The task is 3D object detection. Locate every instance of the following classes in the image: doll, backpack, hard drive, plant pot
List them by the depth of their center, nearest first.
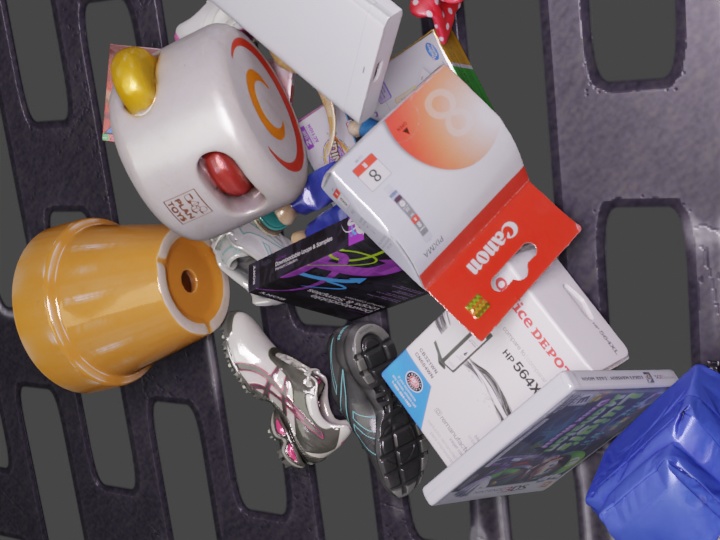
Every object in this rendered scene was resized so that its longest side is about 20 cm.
[{"bbox_3d":[-0.055,-0.236,0.950,0.200,0.026,0.132,41,148,15],"label":"hard drive"},{"bbox_3d":[0.318,0.221,0.952,0.200,0.168,0.163,40,129,4],"label":"backpack"},{"bbox_3d":[0.012,-0.080,1.063,0.199,0.048,0.137,-28,90,29],"label":"doll"},{"bbox_3d":[-0.257,0.026,1.223,0.182,0.200,0.201,-14,98,29],"label":"plant pot"}]

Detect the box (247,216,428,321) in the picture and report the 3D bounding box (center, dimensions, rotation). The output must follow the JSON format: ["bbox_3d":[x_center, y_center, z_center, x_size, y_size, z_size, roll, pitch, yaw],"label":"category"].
[{"bbox_3d":[0.000,0.000,1.072,0.199,0.142,0.036,-21,60,47],"label":"box"}]

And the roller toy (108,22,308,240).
[{"bbox_3d":[-0.148,-0.128,1.028,0.139,0.200,0.183,-23,89,16],"label":"roller toy"}]

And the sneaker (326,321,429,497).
[{"bbox_3d":[0.017,0.151,1.181,0.079,0.075,0.201,-6,102,53],"label":"sneaker"}]

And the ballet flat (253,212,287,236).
[{"bbox_3d":[-0.125,-0.132,1.182,0.062,0.067,0.201,-15,95,63],"label":"ballet flat"}]

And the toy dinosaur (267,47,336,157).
[{"bbox_3d":[-0.052,-0.221,1.047,0.101,0.058,0.201,-34,91,46],"label":"toy dinosaur"}]

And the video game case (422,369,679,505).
[{"bbox_3d":[0.181,0.157,1.010,0.200,0.181,0.023,-48,56,33],"label":"video game case"}]

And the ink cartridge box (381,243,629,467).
[{"bbox_3d":[0.139,0.092,1.060,0.146,0.084,0.200,53,125,16],"label":"ink cartridge box"}]

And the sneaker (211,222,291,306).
[{"bbox_3d":[-0.136,-0.043,1.196,0.200,0.080,0.070,48,125,11],"label":"sneaker"}]

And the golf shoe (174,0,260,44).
[{"bbox_3d":[-0.112,-0.286,1.115,0.199,0.075,0.092,-14,90,26],"label":"golf shoe"}]

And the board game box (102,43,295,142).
[{"bbox_3d":[-0.171,-0.178,1.135,0.199,0.019,0.104,6,94,6],"label":"board game box"}]

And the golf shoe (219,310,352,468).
[{"bbox_3d":[-0.084,0.124,1.227,0.088,0.077,0.201,-32,87,21],"label":"golf shoe"}]

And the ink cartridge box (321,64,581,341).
[{"bbox_3d":[0.088,-0.062,0.960,0.200,0.162,0.050,43,158,5],"label":"ink cartridge box"}]

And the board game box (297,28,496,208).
[{"bbox_3d":[0.041,-0.128,1.084,0.199,0.040,0.154,-27,90,35],"label":"board game box"}]

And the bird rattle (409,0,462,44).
[{"bbox_3d":[0.029,-0.306,0.975,0.113,0.199,0.164,122,146,-63],"label":"bird rattle"}]
